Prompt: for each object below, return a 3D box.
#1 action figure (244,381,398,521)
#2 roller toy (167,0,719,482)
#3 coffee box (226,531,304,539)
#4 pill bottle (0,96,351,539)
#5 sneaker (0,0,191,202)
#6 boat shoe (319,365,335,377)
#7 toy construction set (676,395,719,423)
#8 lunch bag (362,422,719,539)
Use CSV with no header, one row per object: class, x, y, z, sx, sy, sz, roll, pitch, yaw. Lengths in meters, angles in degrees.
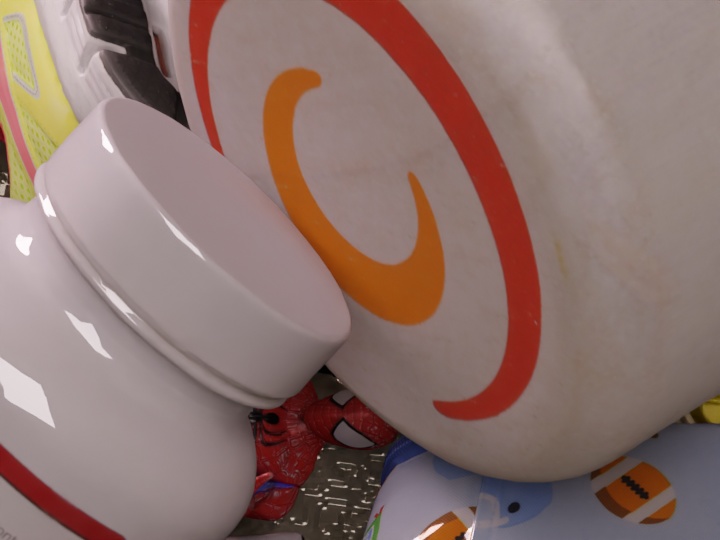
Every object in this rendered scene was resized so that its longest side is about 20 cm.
action figure,-0.089,0.044,0.800,0.199,0.099,0.066,-2,77,6
roller toy,0.052,-0.050,0.700,0.139,0.200,0.183,-30,66,-27
coffee box,-0.109,0.145,0.793,0.199,0.080,0.115,-4,76,-1
pill bottle,-0.100,0.056,0.685,0.200,0.112,0.112,-45,79,13
sneaker,-0.093,-0.084,0.830,0.078,0.090,0.201,19,37,-28
boat shoe,0.000,0.000,0.848,0.057,0.069,0.201,-35,82,26
toy construction set,0.118,0.024,0.821,0.131,0.092,0.200,-32,77,-9
lunch bag,0.091,0.116,0.759,0.199,0.161,0.076,3,45,15
